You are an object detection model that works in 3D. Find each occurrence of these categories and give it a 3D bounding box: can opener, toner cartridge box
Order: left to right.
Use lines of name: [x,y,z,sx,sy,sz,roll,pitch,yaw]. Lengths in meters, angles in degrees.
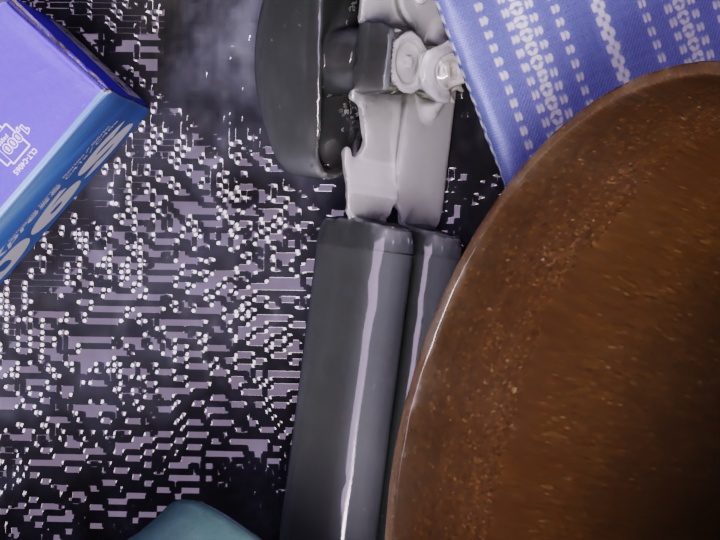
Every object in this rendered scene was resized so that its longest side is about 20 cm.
toner cartridge box: [-0.148,0.010,0.784,0.043,0.095,0.200,41,92,3]
can opener: [0.000,0.000,0.804,0.066,0.052,0.202,2,88,38]

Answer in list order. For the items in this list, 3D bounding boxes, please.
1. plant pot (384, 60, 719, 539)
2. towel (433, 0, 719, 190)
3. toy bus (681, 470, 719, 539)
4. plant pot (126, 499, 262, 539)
plant pot: [0.139,0.067,0.644,0.199,0.187,0.188,17,90,-32]
towel: [0.106,-0.117,0.717,0.199,0.024,0.146,-23,96,-9]
toy bus: [0.094,0.060,0.759,0.065,0.078,0.202,3,74,4]
plant pot: [-0.070,0.176,0.733,0.188,0.200,0.200,-42,87,-17]
